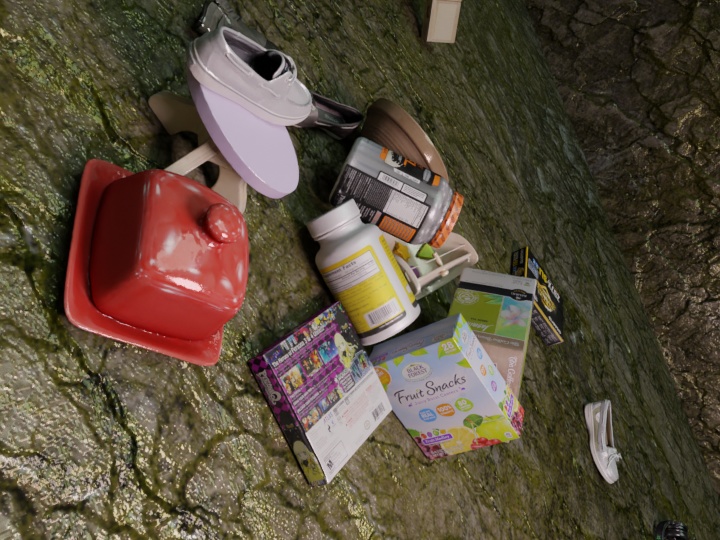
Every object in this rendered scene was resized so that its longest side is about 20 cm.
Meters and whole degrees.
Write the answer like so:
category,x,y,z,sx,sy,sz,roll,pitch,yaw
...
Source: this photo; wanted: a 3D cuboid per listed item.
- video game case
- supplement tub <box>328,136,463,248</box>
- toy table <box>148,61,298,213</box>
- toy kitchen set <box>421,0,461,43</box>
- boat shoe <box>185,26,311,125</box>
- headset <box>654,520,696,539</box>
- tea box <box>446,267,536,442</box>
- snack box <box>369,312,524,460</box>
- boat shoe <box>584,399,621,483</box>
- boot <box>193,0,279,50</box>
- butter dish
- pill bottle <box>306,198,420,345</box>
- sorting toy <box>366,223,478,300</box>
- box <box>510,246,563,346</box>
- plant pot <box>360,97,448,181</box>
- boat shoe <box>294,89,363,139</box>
category,x,y,z,sx,sy,sz,roll,pitch,yaw
video game case,-0.046,0.158,0.904,0.200,0.036,0.183,-34,99,-58
supplement tub,0.058,-0.121,1.082,0.198,0.123,0.123,26,43,-6
toy table,-0.176,-0.166,0.842,0.202,0.116,0.184,64,32,-6
toy kitchen set,0.143,-0.699,1.705,0.161,0.183,0.200,-3,29,-19
boat shoe,-0.115,-0.236,0.802,0.199,0.068,0.073,20,55,-51
headset,0.876,0.765,1.864,0.198,0.094,0.125,11,64,-35
tea box,0.211,0.139,1.124,0.197,0.132,0.202,-61,156,-53
snack box,0.128,0.183,1.019,0.201,0.168,0.068,55,34,-16
boat shoe,0.618,0.429,1.679,0.074,0.064,0.204,31,47,-42
boot,-0.194,-0.316,0.972,0.130,0.067,0.201,38,34,-30
butter dish,-0.187,-0.025,0.710,0.199,0.147,0.202,28,48,-45
pill bottle,0.000,0.000,1.000,0.202,0.110,0.111,63,33,-7
sorting toy,0.081,-0.044,1.169,0.199,0.107,0.181,-22,76,-48
box,0.443,0.064,1.669,0.200,0.049,0.161,50,34,-25
plant pot,0.058,-0.198,1.191,0.201,0.092,0.201,50,-6,7
boat shoe,-0.069,-0.272,1.119,0.199,0.057,0.068,6,66,-54
